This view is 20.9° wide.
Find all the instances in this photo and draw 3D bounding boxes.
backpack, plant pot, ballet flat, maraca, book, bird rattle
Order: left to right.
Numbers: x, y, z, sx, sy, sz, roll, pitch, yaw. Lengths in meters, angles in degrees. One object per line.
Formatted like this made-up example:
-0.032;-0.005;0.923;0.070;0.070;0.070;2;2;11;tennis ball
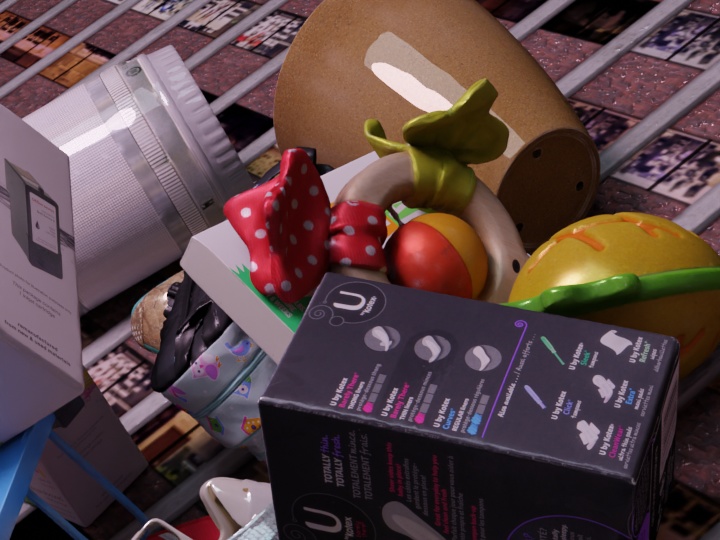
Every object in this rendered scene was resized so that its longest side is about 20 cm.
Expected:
-0.088;0.162;1.102;0.200;0.071;0.069;-33;-9;-18;ballet flat
-0.078;0.001;1.451;0.200;0.071;0.065;-41;47;-10;ballet flat
-0.057;0.032;1.288;0.167;0.127;0.200;-52;10;26;backpack
0.000;0.000;1.223;0.200;0.134;0.048;-30;-22;-47;book
0.028;-0.022;1.158;0.200;0.163;0.113;-37;-3;-44;bird rattle
0.068;-0.094;1.371;0.186;0.187;0.200;-37;42;-14;plant pot
0.139;0.020;1.121;0.137;0.107;0.200;-21;-12;32;maraca

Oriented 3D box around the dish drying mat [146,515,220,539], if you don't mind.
-0.166;0.203;1.239;0.200;0.018;0.077;-20;31;16;dish drying mat

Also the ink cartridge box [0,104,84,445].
-0.249;0.014;1.181;0.145;0.084;0.200;-33;43;20;ink cartridge box

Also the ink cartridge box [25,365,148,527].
-0.242;0.071;1.329;0.067;0.200;0.117;-44;31;-26;ink cartridge box

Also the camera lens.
-0.201;-0.069;1.560;0.200;0.160;0.160;-31;28;-3;camera lens

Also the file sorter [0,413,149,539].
-0.221;0.207;1.139;0.139;0.123;0.200;-25;32;31;file sorter

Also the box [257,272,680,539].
0.060;0.093;1.038;0.200;0.122;0.106;11;45;16;box
